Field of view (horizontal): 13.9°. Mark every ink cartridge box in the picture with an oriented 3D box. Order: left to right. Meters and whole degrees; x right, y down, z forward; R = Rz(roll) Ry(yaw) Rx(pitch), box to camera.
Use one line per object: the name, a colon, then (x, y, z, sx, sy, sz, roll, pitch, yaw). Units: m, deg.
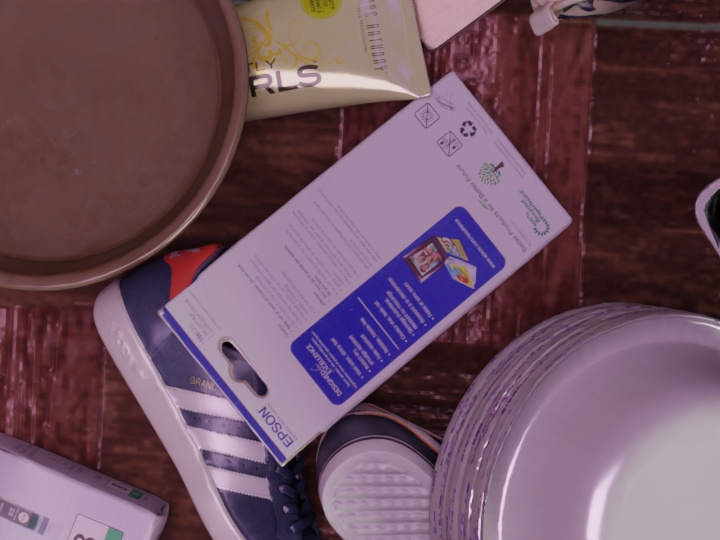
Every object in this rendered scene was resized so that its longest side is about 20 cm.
ink cartridge box: (-0.218, 0.158, 1.514, 0.199, 0.050, 0.162, 22, 95, 0)
ink cartridge box: (0.000, 0.000, 1.452, 0.200, 0.039, 0.100, -38, 91, -20)

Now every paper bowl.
paper bowl: (0.141, 0.119, 1.415, 0.200, 0.104, 0.202, -3, 96, -25)

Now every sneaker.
sneaker: (-0.050, 0.078, 1.480, 0.084, 0.075, 0.201, -31, 91, 10)
sneaker: (0.051, 0.143, 1.482, 0.078, 0.079, 0.200, -33, 114, 10)

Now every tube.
tube: (-0.068, -0.103, 1.477, 0.199, 0.052, 0.058, -12, 117, 7)

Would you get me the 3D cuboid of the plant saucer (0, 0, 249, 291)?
plant saucer: (-0.151, -0.088, 1.448, 0.199, 0.029, 0.201, -1, 80, 7)

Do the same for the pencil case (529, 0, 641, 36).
pencil case: (0.106, -0.218, 1.428, 0.089, 0.078, 0.201, -9, 93, -14)

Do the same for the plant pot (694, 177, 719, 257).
plant pot: (0.288, -0.008, 1.398, 0.200, 0.177, 0.200, -33, 92, 7)

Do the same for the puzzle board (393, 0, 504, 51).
puzzle board: (0.071, -0.228, 1.479, 0.200, 0.017, 0.151, -36, 90, 5)
